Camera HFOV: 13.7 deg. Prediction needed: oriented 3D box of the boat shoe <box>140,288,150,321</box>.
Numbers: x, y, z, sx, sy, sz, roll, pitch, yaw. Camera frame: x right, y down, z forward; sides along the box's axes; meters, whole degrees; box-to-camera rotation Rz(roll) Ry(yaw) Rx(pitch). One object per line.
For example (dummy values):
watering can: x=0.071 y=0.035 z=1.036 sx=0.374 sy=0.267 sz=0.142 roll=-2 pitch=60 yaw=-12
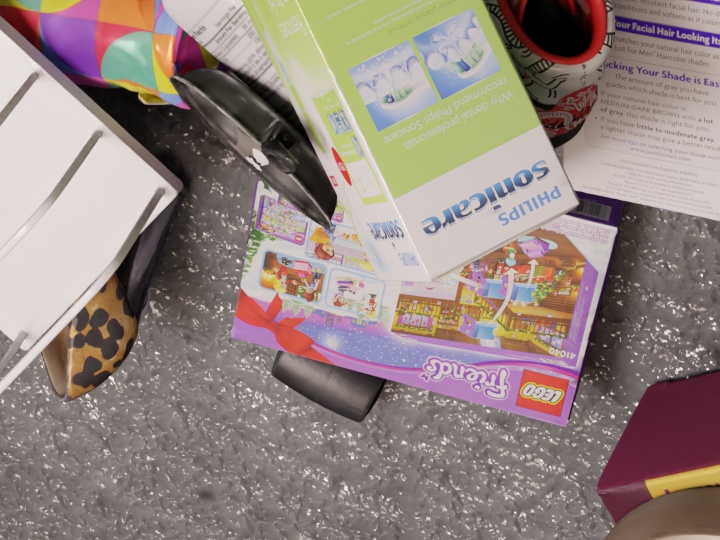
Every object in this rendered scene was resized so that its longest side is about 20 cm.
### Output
boat shoe: x=-0.202 y=-0.039 z=1.745 sx=0.200 sy=0.072 sz=0.066 roll=45 pitch=161 yaw=-1

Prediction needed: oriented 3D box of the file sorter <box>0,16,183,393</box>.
file sorter: x=-0.223 y=-0.046 z=1.581 sx=0.200 sy=0.125 sz=0.139 roll=42 pitch=115 yaw=-8

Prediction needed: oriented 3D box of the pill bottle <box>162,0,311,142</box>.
pill bottle: x=-0.031 y=-0.146 z=1.549 sx=0.200 sy=0.114 sz=0.113 roll=42 pitch=133 yaw=-7

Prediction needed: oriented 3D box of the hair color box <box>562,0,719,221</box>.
hair color box: x=0.160 y=-0.127 z=1.499 sx=0.109 sy=0.065 sz=0.201 roll=13 pitch=131 yaw=19

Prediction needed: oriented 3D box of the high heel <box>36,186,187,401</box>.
high heel: x=-0.196 y=-0.022 z=1.671 sx=0.199 sy=0.143 sz=0.071 roll=30 pitch=164 yaw=-31

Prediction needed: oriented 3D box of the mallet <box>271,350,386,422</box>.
mallet: x=0.000 y=0.000 z=1.704 sx=0.066 sy=0.041 sz=0.201 roll=22 pitch=128 yaw=6

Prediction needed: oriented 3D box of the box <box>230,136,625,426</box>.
box: x=0.035 y=-0.002 z=1.649 sx=0.199 sy=0.039 sz=0.137 roll=15 pitch=124 yaw=5

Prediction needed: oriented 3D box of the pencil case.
pencil case: x=-0.163 y=-0.138 z=1.646 sx=0.199 sy=0.088 sz=0.089 roll=13 pitch=130 yaw=21

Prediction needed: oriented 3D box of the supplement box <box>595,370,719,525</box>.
supplement box: x=0.241 y=0.155 z=1.651 sx=0.130 sy=0.103 sz=0.201 roll=-16 pitch=116 yaw=37

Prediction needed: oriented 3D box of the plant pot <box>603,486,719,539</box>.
plant pot: x=0.188 y=0.243 z=1.559 sx=0.199 sy=0.174 sz=0.201 roll=14 pitch=131 yaw=17

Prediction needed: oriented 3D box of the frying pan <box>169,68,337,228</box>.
frying pan: x=-0.056 y=-0.074 z=1.516 sx=0.115 sy=0.031 sz=0.190 roll=42 pitch=173 yaw=13

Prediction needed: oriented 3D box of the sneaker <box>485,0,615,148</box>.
sneaker: x=0.062 y=-0.164 z=1.455 sx=0.202 sy=0.067 sz=0.108 roll=64 pitch=166 yaw=14

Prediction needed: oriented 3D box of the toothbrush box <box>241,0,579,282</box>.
toothbrush box: x=0.012 y=-0.101 z=1.425 sx=0.201 sy=0.086 sz=0.146 roll=63 pitch=172 yaw=-5
